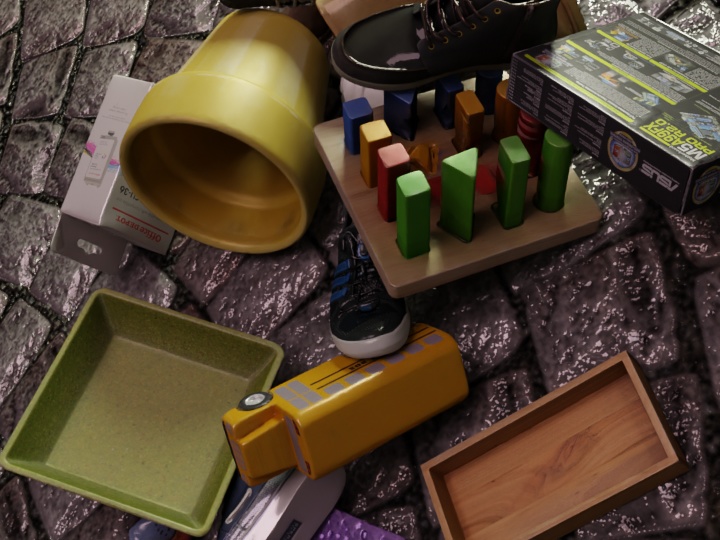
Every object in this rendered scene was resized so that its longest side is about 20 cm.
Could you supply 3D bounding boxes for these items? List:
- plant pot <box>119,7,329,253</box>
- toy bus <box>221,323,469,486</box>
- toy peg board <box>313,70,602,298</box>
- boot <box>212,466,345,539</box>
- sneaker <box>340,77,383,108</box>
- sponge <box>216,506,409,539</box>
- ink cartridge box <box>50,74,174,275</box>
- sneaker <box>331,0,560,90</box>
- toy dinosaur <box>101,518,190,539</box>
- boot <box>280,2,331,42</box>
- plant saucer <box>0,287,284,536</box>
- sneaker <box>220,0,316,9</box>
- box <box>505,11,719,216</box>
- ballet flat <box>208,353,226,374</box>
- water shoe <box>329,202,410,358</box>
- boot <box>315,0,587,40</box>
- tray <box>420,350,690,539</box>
[{"bbox_3d":[-0.118,-0.152,1.135,0.199,0.201,0.191,-6,51,32],"label":"plant pot"},{"bbox_3d":[-0.012,0.115,0.944,0.198,0.066,0.078,-25,23,-24],"label":"toy bus"},{"bbox_3d":[0.081,-0.108,0.972,0.198,0.098,0.200,-17,54,-12],"label":"toy peg board"},{"bbox_3d":[-0.099,0.229,0.990,0.201,0.073,0.090,-51,43,-7],"label":"boot"},{"bbox_3d":[0.052,-0.237,1.137,0.086,0.074,0.202,18,83,20],"label":"sneaker"},{"bbox_3d":[-0.048,0.260,0.997,0.198,0.030,0.113,15,78,38],"label":"sponge"},{"bbox_3d":[-0.246,-0.094,1.226,0.067,0.116,0.202,17,84,33],"label":"ink cartridge box"},{"bbox_3d":[0.071,-0.215,0.951,0.197,0.106,0.076,-9,72,-2],"label":"sneaker"},{"bbox_3d":[-0.176,0.220,1.097,0.181,0.105,0.200,-43,85,-1],"label":"toy dinosaur"},{"bbox_3d":[-0.077,-0.325,1.167,0.185,0.200,0.065,-29,56,20],"label":"boot"},{"bbox_3d":[-0.193,0.132,1.030,0.197,0.048,0.201,17,56,8],"label":"plant saucer"},{"bbox_3d":[-0.039,-0.273,1.092,0.198,0.075,0.117,-21,70,5],"label":"sneaker"},{"bbox_3d":[0.241,-0.134,0.907,0.159,0.045,0.200,-23,45,-28],"label":"box"},{"bbox_3d":[-0.197,0.088,1.150,0.198,0.067,0.069,-4,66,33],"label":"ballet flat"},{"bbox_3d":[0.000,0.000,0.998,0.071,0.080,0.201,-13,30,5],"label":"water shoe"},{"bbox_3d":[0.086,-0.234,1.042,0.199,0.176,0.066,-34,9,8],"label":"boot"},{"bbox_3d":[0.151,0.159,0.903,0.199,0.037,0.099,-32,55,18],"label":"tray"}]
